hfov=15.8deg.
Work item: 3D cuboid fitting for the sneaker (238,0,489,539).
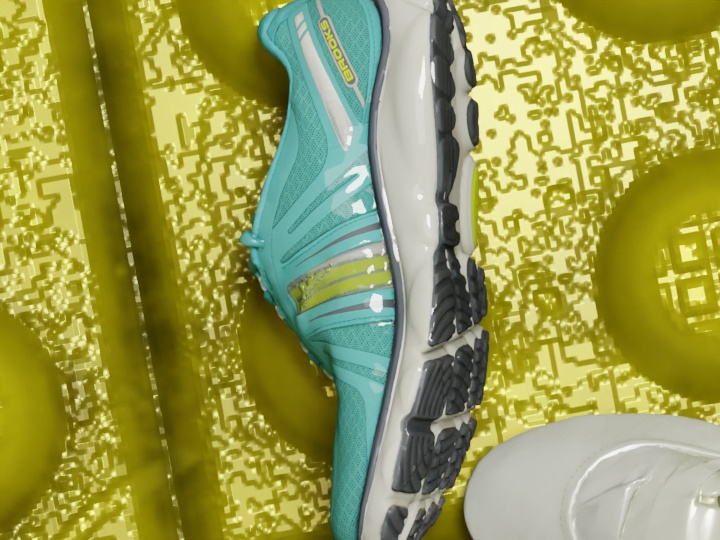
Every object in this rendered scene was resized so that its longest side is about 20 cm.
[{"bbox_3d":[0.000,0.000,0.890,0.079,0.077,0.201,-3,83,18],"label":"sneaker"}]

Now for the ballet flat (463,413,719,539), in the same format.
[{"bbox_3d":[0.135,0.090,0.882,0.199,0.069,0.070,11,87,-1],"label":"ballet flat"}]
